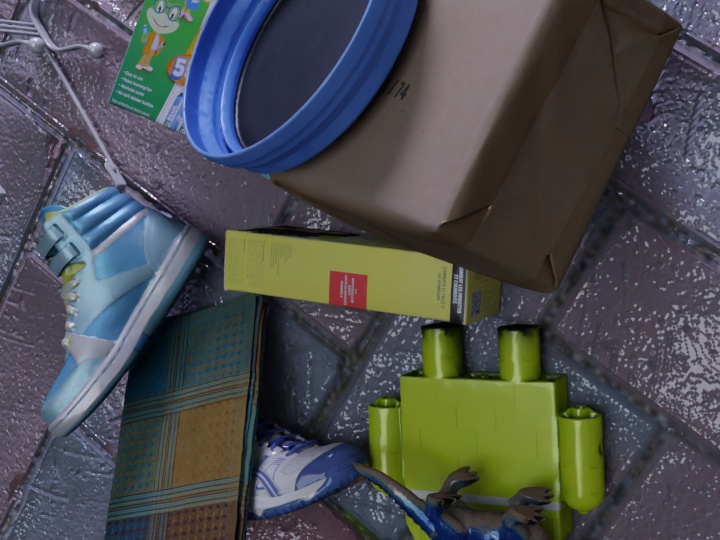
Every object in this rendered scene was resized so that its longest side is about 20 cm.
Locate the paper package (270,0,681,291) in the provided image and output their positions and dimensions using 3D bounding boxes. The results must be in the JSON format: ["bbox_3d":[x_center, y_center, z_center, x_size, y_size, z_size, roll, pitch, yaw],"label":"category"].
[{"bbox_3d":[0.062,-0.106,0.676,0.200,0.103,0.191,24,88,54],"label":"paper package"}]

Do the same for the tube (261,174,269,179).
[{"bbox_3d":[-0.016,-0.155,0.817,0.077,0.050,0.200,34,106,18],"label":"tube"}]

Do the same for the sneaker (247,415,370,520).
[{"bbox_3d":[-0.083,0.150,0.857,0.200,0.075,0.088,-19,82,35],"label":"sneaker"}]

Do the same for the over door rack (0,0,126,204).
[{"bbox_3d":[-0.274,-0.148,0.893,0.066,0.148,0.201,-24,84,32],"label":"over door rack"}]

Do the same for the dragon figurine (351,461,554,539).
[{"bbox_3d":[0.078,0.195,0.748,0.199,0.059,0.100,9,106,15],"label":"dragon figurine"}]

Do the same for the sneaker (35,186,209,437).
[{"bbox_3d":[-0.226,0.023,0.875,0.130,0.080,0.200,34,77,-7],"label":"sneaker"}]

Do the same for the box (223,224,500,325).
[{"bbox_3d":[0.000,0.000,0.808,0.199,0.075,0.050,8,99,25],"label":"box"}]

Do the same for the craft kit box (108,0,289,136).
[{"bbox_3d":[-0.081,-0.186,0.815,0.200,0.048,0.198,24,94,32],"label":"craft kit box"}]

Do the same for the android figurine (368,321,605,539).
[{"bbox_3d":[0.090,0.139,0.796,0.182,0.041,0.201,1,94,27],"label":"android figurine"}]

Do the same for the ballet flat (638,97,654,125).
[{"bbox_3d":[0.117,-0.064,0.752,0.200,0.069,0.071,-39,97,24],"label":"ballet flat"}]

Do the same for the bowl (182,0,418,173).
[{"bbox_3d":[-0.040,-0.154,0.696,0.200,0.039,0.201,-29,47,37],"label":"bowl"}]

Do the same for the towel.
[{"bbox_3d":[-0.139,0.125,0.866,0.146,0.022,0.201,-14,61,33],"label":"towel"}]
